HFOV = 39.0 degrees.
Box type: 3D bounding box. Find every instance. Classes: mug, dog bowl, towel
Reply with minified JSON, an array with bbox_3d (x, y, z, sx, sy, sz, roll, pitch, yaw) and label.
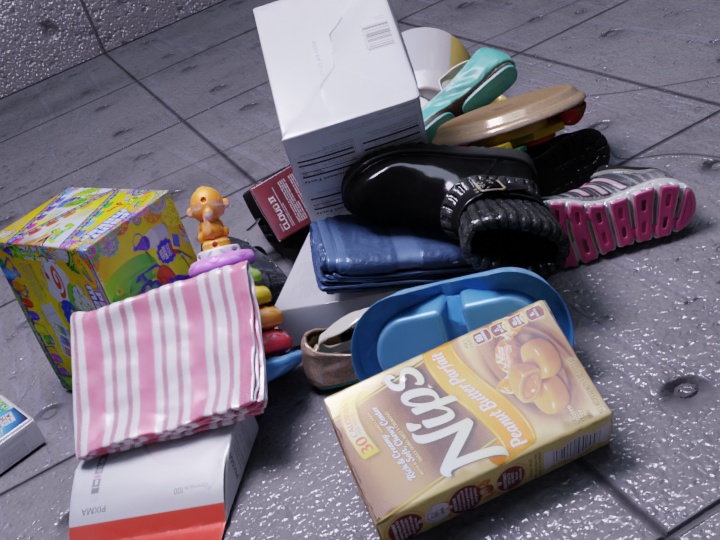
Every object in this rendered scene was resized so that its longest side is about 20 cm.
[{"bbox_3d":[0.106,-0.248,1.411,0.183,0.151,0.154,-16,27,11],"label":"mug"},{"bbox_3d":[0.090,0.058,0.901,0.196,0.113,0.050,-13,14,15],"label":"dog bowl"},{"bbox_3d":[0.049,-0.020,1.034,0.196,0.049,0.112,-5,32,-7],"label":"towel"},{"bbox_3d":[-0.183,0.082,0.940,0.197,0.030,0.149,-16,65,12],"label":"towel"}]

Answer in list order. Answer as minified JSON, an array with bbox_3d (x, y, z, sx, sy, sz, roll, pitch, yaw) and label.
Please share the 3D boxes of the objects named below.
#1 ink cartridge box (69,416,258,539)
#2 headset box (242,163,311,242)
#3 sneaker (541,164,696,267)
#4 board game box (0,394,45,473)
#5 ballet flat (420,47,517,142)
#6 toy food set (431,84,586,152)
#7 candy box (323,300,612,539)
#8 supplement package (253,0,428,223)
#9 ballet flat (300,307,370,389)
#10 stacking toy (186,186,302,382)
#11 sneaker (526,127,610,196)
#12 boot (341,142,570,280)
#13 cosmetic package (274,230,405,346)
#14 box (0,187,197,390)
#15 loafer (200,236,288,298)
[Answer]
[{"bbox_3d":[-0.187,0.198,0.902,0.160,0.058,0.201,-13,23,15],"label":"ink cartridge box"},{"bbox_3d":[-0.061,-0.107,1.284,0.198,0.078,0.149,-32,6,-9],"label":"headset box"},{"bbox_3d":[0.241,-0.062,1.055,0.196,0.075,0.088,-14,23,11],"label":"sneaker"},{"bbox_3d":[-0.444,0.185,1.123,0.126,0.035,0.198,-37,30,-27],"label":"board game box"},{"bbox_3d":[0.112,-0.211,1.307,0.200,0.067,0.071,-42,53,0],"label":"ballet flat"},{"bbox_3d":[0.173,-0.171,1.209,0.195,0.049,0.199,-23,13,-21],"label":"toy food set"},{"bbox_3d":[0.083,0.118,0.797,0.197,0.056,0.116,-23,54,-6],"label":"candy box"},{"bbox_3d":[-0.011,-0.167,1.096,0.144,0.201,0.194,-16,56,2],"label":"supplement package"},{"bbox_3d":[0.033,0.063,0.972,0.196,0.068,0.068,-16,26,9],"label":"ballet flat"},{"bbox_3d":[-0.134,0.016,1.007,0.114,0.204,0.110,-15,-2,6],"label":"stacking toy"},{"bbox_3d":[0.190,-0.107,1.195,0.197,0.077,0.088,-21,12,-9],"label":"sneaker"},{"bbox_3d":[0.085,-0.053,0.963,0.207,0.081,0.159,-6,36,2],"label":"boot"},{"bbox_3d":[0.000,0.000,1.132,0.148,0.052,0.201,-12,28,20],"label":"cosmetic package"},{"bbox_3d":[-0.269,0.028,1.105,0.190,0.203,0.122,6,35,41],"label":"box"},{"bbox_3d":[-0.145,-0.002,1.234,0.069,0.069,0.200,-10,19,-23],"label":"loafer"}]
